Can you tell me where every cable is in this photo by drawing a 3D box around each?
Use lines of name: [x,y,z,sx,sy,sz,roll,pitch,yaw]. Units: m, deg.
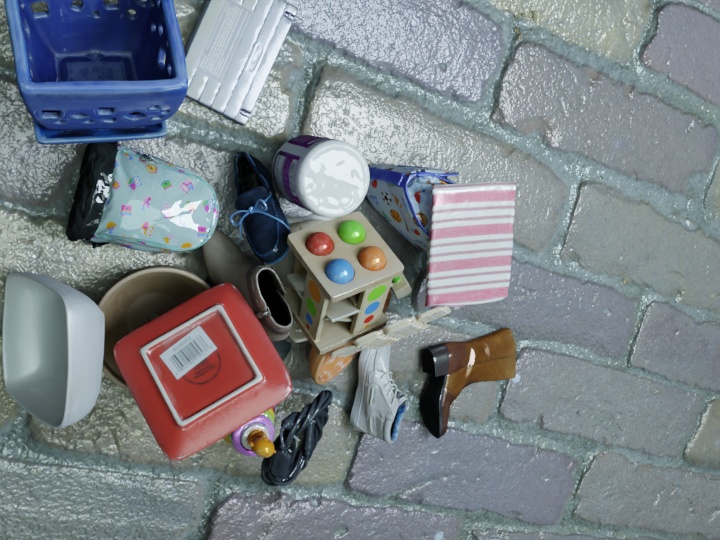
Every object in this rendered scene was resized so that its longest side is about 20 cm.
cable: [-0.107,0.287,1.266,0.163,0.051,0.200,-49,160,-42]

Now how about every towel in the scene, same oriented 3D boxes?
towel: [0.171,-0.042,1.173,0.146,0.030,0.201,-5,107,-20]

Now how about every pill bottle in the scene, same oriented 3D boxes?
pill bottle: [-0.071,-0.149,1.131,0.112,0.200,0.113,-5,105,-21]

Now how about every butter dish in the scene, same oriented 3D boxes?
butter dish: [-0.220,0.153,1.079,0.200,0.148,0.200,-30,73,-10]

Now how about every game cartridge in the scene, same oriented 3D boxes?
game cartridge: [-0.193,-0.340,1.128,0.129,0.038,0.201,25,92,-22]

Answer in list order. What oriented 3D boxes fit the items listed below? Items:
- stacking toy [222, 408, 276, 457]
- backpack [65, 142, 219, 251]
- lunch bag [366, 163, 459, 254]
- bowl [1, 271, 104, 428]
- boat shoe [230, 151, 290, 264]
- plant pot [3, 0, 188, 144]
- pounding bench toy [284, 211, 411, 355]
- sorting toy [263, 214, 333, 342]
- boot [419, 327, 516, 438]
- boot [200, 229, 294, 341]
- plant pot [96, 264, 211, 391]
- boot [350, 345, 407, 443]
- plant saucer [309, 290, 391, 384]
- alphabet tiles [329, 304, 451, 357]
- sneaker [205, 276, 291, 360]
stacking toy: [-0.174,0.252,1.183,0.116,0.200,0.110,25,92,-24]
backpack: [-0.311,-0.093,1.086,0.199,0.127,0.167,15,93,-28]
lunch bag: [0.109,-0.107,1.233,0.200,0.170,0.124,35,86,-27]
bowl: [-0.433,0.108,1.057,0.075,0.199,0.201,-4,105,-48]
boat shoe: [-0.164,-0.095,1.115,0.084,0.200,0.069,-32,143,7]
plant pot: [-0.347,-0.275,0.973,0.199,0.180,0.201,-8,74,-22]
pounding bench toy: [0.000,0.000,1.097,0.200,0.124,0.156,-21,148,-28]
sorting toy: [-0.061,-0.009,1.231,0.180,0.107,0.201,-15,108,-26]
boot: [0.211,0.216,1.427,0.199,0.068,0.189,-9,98,-28]
boot: [-0.164,0.015,1.101,0.070,0.146,0.200,-34,95,-24]
plant pot: [-0.314,0.083,1.144,0.200,0.093,0.202,-6,106,-22]
boot: [0.047,0.204,1.313,0.073,0.095,0.201,-13,116,-53]
plant saucer: [-0.022,0.101,1.243,0.037,0.200,0.200,37,86,17]
alphabet tiles: [0.051,0.101,1.172,0.195,0.200,0.015,-24,79,7]
sneaker: [-0.186,0.081,1.220,0.085,0.074,0.200,-40,115,-31]
